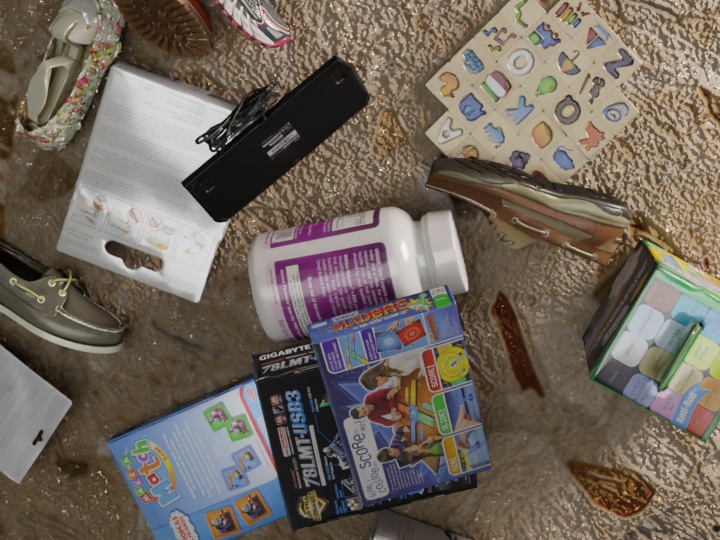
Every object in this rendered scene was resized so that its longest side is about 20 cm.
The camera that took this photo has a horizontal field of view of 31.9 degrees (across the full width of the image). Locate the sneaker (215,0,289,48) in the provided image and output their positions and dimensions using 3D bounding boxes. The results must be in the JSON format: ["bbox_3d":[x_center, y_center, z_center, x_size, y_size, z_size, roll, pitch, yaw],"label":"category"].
[{"bbox_3d":[-0.120,-0.305,1.201,0.075,0.081,0.200,-27,96,9],"label":"sneaker"}]

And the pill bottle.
[{"bbox_3d":[0.000,0.000,1.230,0.200,0.112,0.112,-11,100,9],"label":"pill bottle"}]

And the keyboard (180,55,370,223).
[{"bbox_3d":[-0.090,-0.140,1.220,0.200,0.104,0.040,-40,51,-3],"label":"keyboard"}]

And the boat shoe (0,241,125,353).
[{"bbox_3d":[-0.329,0.022,1.295,0.202,0.072,0.060,25,108,5],"label":"boat shoe"}]

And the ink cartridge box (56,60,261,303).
[{"bbox_3d":[-0.201,-0.090,1.272,0.162,0.057,0.200,21,107,2],"label":"ink cartridge box"}]

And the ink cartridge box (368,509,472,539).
[{"bbox_3d":[0.086,0.353,1.304,0.200,0.084,0.145,19,102,2],"label":"ink cartridge box"}]

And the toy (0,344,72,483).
[{"bbox_3d":[-0.404,0.117,1.336,0.200,0.047,0.115,36,106,2],"label":"toy"}]

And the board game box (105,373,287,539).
[{"bbox_3d":[-0.145,0.205,1.326,0.200,0.037,0.151,-24,98,9],"label":"board game box"}]

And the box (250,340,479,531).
[{"bbox_3d":[0.007,0.150,1.237,0.198,0.050,0.200,-13,122,-3],"label":"box"}]

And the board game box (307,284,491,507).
[{"bbox_3d":[0.040,0.121,1.179,0.135,0.034,0.200,-16,121,-3],"label":"board game box"}]

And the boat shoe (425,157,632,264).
[{"bbox_3d":[0.158,-0.054,1.215,0.200,0.076,0.074,16,106,4],"label":"boat shoe"}]

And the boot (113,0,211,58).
[{"bbox_3d":[-0.203,-0.300,1.214,0.075,0.107,0.200,-15,129,36],"label":"boot"}]

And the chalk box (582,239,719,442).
[{"bbox_3d":[0.291,0.066,1.162,0.124,0.200,0.125,29,103,0],"label":"chalk box"}]

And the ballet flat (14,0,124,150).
[{"bbox_3d":[-0.285,-0.210,1.243,0.076,0.064,0.200,28,104,23],"label":"ballet flat"}]

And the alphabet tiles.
[{"bbox_3d":[0.167,-0.168,1.231,0.200,0.006,0.166,-44,94,13],"label":"alphabet tiles"}]
